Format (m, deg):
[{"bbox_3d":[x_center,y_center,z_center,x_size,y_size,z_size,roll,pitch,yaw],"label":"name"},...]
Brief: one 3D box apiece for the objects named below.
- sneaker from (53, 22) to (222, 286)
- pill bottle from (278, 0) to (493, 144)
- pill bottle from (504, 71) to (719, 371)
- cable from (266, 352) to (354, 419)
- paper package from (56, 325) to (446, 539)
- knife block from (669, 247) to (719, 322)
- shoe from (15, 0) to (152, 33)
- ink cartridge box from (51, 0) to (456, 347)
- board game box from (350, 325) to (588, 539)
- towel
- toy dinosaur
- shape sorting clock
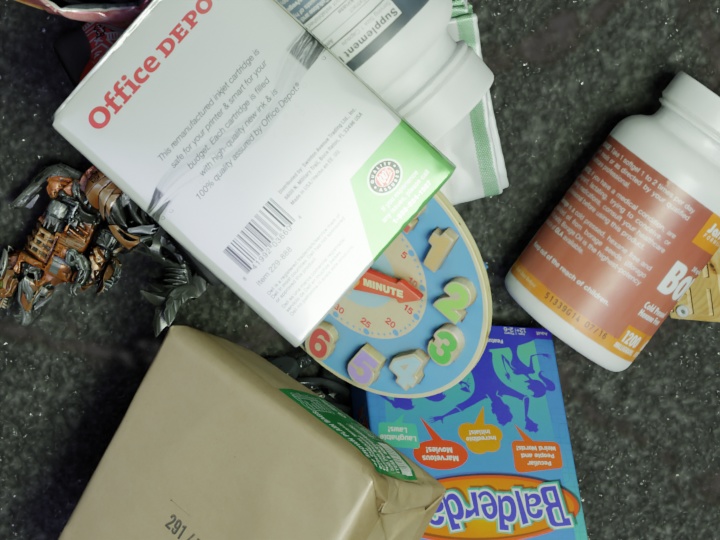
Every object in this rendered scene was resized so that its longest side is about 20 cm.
[{"bbox_3d":[-0.109,-0.097,1.210,0.108,0.067,0.202,-31,73,-7],"label":"sneaker"},{"bbox_3d":[-0.010,-0.171,1.203,0.120,0.120,0.200,-42,102,4],"label":"pill bottle"},{"bbox_3d":[0.202,-0.037,1.324,0.112,0.112,0.200,32,100,-21],"label":"pill bottle"},{"bbox_3d":[-0.083,0.153,1.367,0.199,0.051,0.164,-27,118,-5],"label":"cable"},{"bbox_3d":[-0.078,0.166,1.229,0.103,0.200,0.191,15,106,-57],"label":"paper package"},{"bbox_3d":[0.345,-0.021,1.401,0.199,0.175,0.064,4,116,34],"label":"knife block"},{"bbox_3d":[-0.211,-0.204,1.152,0.199,0.091,0.072,22,91,-1],"label":"shoe"},{"bbox_3d":[-0.065,-0.076,1.120,0.200,0.084,0.146,43,90,-6],"label":"ink cartridge box"},{"bbox_3d":[0.074,0.131,1.316,0.151,0.201,0.045,3,145,-15],"label":"board game box"},{"bbox_3d":[-0.001,-0.097,1.300,0.199,0.031,0.150,-16,112,-7],"label":"towel"},{"bbox_3d":[-0.158,-0.030,1.257,0.200,0.102,0.136,-41,95,23],"label":"toy dinosaur"},{"bbox_3d":[0.000,0.000,1.244,0.039,0.199,0.201,-38,123,-47],"label":"shape sorting clock"}]
